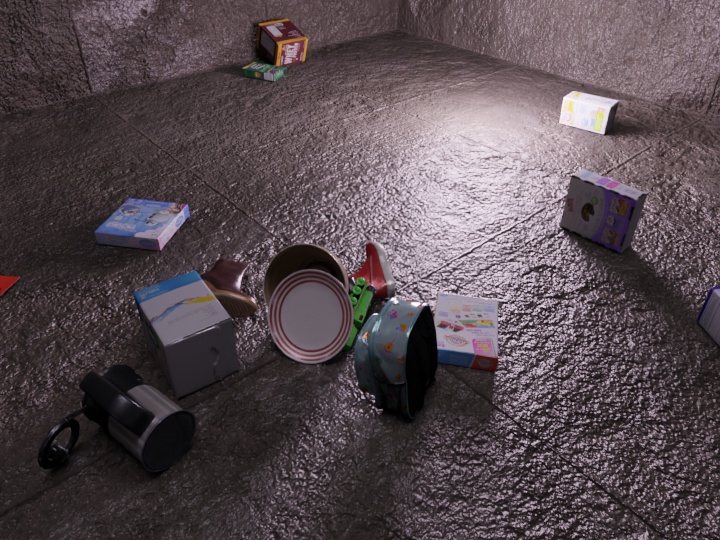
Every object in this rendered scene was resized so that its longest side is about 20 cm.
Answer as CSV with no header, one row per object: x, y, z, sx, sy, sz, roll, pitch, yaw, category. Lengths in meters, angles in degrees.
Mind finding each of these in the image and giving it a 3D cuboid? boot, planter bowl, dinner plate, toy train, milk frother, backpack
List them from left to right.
-0.436,0.295,1.005,0.186,0.180,0.203,23,84,29,milk frother
-0.313,0.032,1.398,0.195,0.074,0.167,9,38,18,boot
-0.108,0.100,1.237,0.195,0.205,0.024,8,-1,11,dinner plate
-0.113,0.034,1.321,0.195,0.205,0.135,8,8,10,planter bowl
-0.013,0.099,1.304,0.055,0.042,0.202,23,52,1,toy train
0.000,0.000,1.452,0.141,0.074,0.202,-7,40,-8,boot
0.074,0.157,1.119,0.150,0.204,0.176,16,39,22,backpack

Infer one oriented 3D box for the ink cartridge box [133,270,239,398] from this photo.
-0.368,0.130,1.198,0.144,0.149,0.199,-22,40,-29,ink cartridge box

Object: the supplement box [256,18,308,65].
-0.421,-1.224,3.037,0.195,0.134,0.201,-26,63,-32,supplement box

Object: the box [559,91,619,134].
0.937,-0.652,2.325,0.198,0.115,0.101,27,44,33,box

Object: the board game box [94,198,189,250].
-0.635,-0.139,1.658,0.195,0.044,0.201,6,37,8,board game box

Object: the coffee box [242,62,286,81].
-0.487,-1.007,2.861,0.196,0.045,0.123,16,39,21,coffee box

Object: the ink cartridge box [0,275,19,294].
-0.990,0.038,1.405,0.195,0.051,0.164,4,36,10,ink cartridge box

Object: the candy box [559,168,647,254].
0.685,-0.171,1.609,0.071,0.171,0.199,-26,43,-33,candy box

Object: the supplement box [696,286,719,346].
0.860,0.134,1.245,0.099,0.105,0.202,-2,34,-6,supplement box

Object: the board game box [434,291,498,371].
0.238,0.134,1.291,0.149,0.041,0.201,8,36,10,board game box
